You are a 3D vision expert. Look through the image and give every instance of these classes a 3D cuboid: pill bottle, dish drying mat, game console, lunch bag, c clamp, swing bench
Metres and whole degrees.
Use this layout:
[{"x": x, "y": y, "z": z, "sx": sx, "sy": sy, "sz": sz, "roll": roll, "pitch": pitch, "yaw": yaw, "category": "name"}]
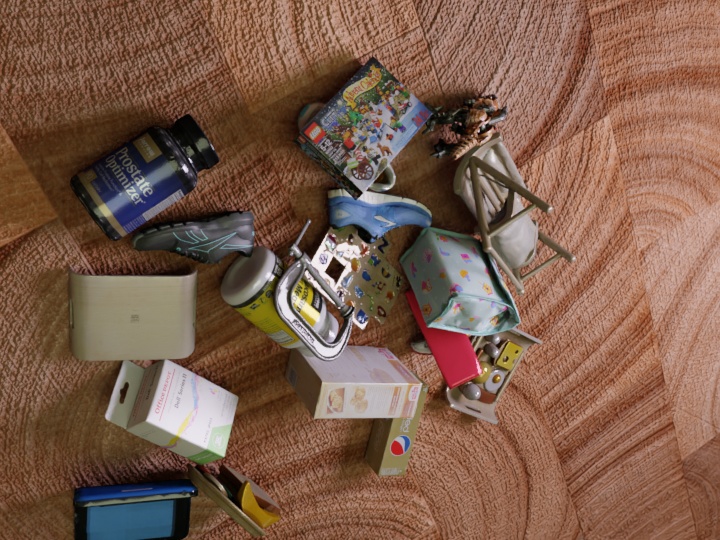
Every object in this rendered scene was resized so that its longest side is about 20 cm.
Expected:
[{"x": -0.314, "y": -0.142, "z": 1.161, "sx": 0.199, "sy": 0.112, "sz": 0.112, "roll": -36, "pitch": 121, "yaw": -10, "category": "pill bottle"}, {"x": 0.158, "y": 0.118, "z": 1.484, "sx": 0.076, "sy": 0.018, "sz": 0.201, "roll": -24, "pitch": 81, "yaw": -5, "category": "dish drying mat"}, {"x": -0.384, "y": 0.425, "z": 1.339, "sx": 0.198, "sy": 0.171, "sz": 0.119, "roll": -1, "pitch": 83, "yaw": -19, "category": "game console"}, {"x": 0.196, "y": 0.022, "z": 1.435, "sx": 0.199, "sy": 0.171, "sz": 0.122, "roll": 9, "pitch": 135, "yaw": -32, "category": "lunch bag"}, {"x": -0.131, "y": 0.059, "z": 1.329, "sx": 0.113, "sy": 0.112, "sz": 0.200, "roll": -48, "pitch": 123, "yaw": -2, "category": "pill bottle"}, {"x": -0.068, "y": 0.042, "z": 1.297, "sx": 0.201, "sy": 0.027, "sz": 0.171, "roll": 55, "pitch": 47, "yaw": -23, "category": "c clamp"}, {"x": 0.261, "y": -0.099, "z": 1.392, "sx": 0.129, "sy": 0.201, "sz": 0.199, "roll": -33, "pitch": 143, "yaw": 11, "category": "swing bench"}]

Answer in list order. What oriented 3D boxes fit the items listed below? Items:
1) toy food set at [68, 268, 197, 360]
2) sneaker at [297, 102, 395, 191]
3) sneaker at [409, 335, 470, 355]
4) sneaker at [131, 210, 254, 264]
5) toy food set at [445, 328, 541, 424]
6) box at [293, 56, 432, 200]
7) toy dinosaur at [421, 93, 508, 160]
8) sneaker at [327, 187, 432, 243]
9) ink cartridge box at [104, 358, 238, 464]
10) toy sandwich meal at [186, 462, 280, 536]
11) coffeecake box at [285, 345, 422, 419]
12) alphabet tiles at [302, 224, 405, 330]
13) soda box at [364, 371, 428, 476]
[{"x": -0.362, "y": 0.066, "z": 1.258, "sx": 0.198, "sy": 0.060, "sz": 0.145, "roll": 0, "pitch": 110, "yaw": -18, "category": "toy food set"}, {"x": -0.018, "y": -0.206, "z": 1.300, "sx": 0.200, "sy": 0.081, "sz": 0.077, "roll": 35, "pitch": 94, "yaw": -31, "category": "sneaker"}, {"x": 0.179, "y": 0.098, "z": 1.532, "sx": 0.199, "sy": 0.078, "sz": 0.083, "roll": -32, "pitch": 94, "yaw": -7, "category": "sneaker"}, {"x": -0.258, "y": -0.045, "z": 1.241, "sx": 0.198, "sy": 0.075, "sz": 0.080, "roll": -10, "pitch": 102, "yaw": -22, "category": "sneaker"}, {"x": 0.276, "y": 0.208, "z": 1.610, "sx": 0.143, "sy": 0.060, "sz": 0.201, "roll": 24, "pitch": 98, "yaw": -31, "category": "toy food set"}, {"x": 0.007, "y": -0.229, "z": 1.256, "sx": 0.136, "sy": 0.038, "sz": 0.200, "roll": 42, "pitch": 65, "yaw": -7, "category": "box"}, {"x": 0.180, "y": -0.250, "z": 1.343, "sx": 0.200, "sy": 0.135, "sz": 0.103, "roll": -31, "pitch": 112, "yaw": -61, "category": "toy dinosaur"}, {"x": 0.032, "y": -0.090, "z": 1.366, "sx": 0.198, "sy": 0.078, "sz": 0.090, "roll": 6, "pitch": 95, "yaw": -22, "category": "sneaker"}, {"x": -0.309, "y": 0.227, "z": 1.301, "sx": 0.199, "sy": 0.067, "sz": 0.118, "roll": 34, "pitch": 48, "yaw": -32, "category": "ink cartridge box"}, {"x": -0.219, "y": 0.390, "z": 1.382, "sx": 0.070, "sy": 0.205, "sz": 0.206, "roll": -48, "pitch": 123, "yaw": -18, "category": "toy sandwich meal"}, {"x": -0.014, "y": 0.198, "z": 1.417, "sx": 0.198, "sy": 0.153, "sz": 0.074, "roll": 5, "pitch": 108, "yaw": -27, "category": "coffeecake box"}, {"x": 0.000, "y": 0.000, "z": 1.395, "sx": 0.200, "sy": 0.008, "sz": 0.168, "roll": 43, "pitch": 64, "yaw": -32, "category": "alphabet tiles"}, {"x": 0.070, "y": 0.302, "z": 1.550, "sx": 0.064, "sy": 0.068, "sz": 0.202, "roll": 6, "pitch": 106, "yaw": -28, "category": "soda box"}]
